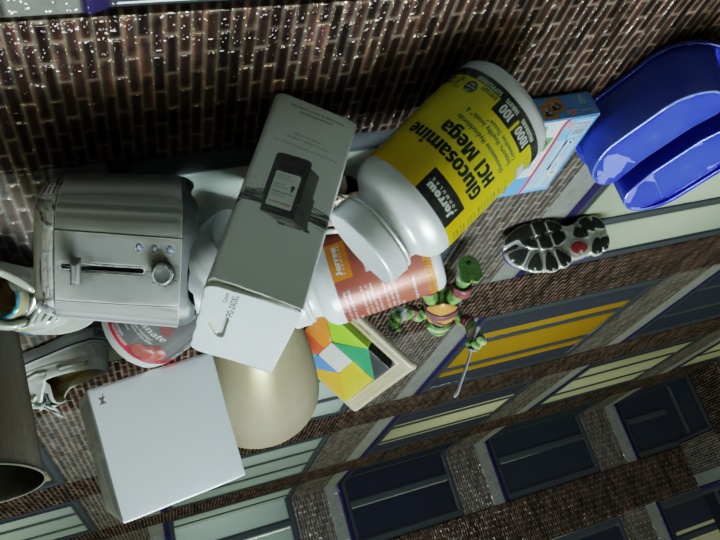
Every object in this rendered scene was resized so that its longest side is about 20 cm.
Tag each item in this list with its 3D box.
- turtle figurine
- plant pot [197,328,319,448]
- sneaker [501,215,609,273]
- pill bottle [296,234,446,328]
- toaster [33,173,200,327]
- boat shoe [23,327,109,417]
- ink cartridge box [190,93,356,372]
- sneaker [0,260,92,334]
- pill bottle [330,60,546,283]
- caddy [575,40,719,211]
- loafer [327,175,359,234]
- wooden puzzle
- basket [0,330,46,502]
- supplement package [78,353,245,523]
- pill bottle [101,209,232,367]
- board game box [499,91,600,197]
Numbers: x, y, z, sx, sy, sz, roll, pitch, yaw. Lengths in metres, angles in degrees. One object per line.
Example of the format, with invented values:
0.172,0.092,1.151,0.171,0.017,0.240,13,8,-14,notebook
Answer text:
0.119,0.078,1.112,0.200,0.142,0.196,-44,153,-30,turtle figurine
-0.145,0.110,0.999,0.183,0.190,0.202,-12,143,-14,plant pot
0.296,-0.027,1.136,0.196,0.082,0.083,-7,161,-28,sneaker
0.000,0.000,0.918,0.196,0.114,0.113,-19,157,1,pill bottle
-0.208,-0.027,0.640,0.126,0.200,0.116,3,107,-16,toaster
-0.415,0.154,0.975,0.198,0.088,0.075,-23,157,10,boat shoe
-0.078,-0.029,0.666,0.082,0.204,0.146,19,149,-8,ink cartridge box
-0.341,0.032,0.741,0.080,0.078,0.199,21,-178,34,sneaker
0.069,-0.088,0.683,0.200,0.112,0.113,-45,159,-9,pill bottle
0.338,-0.165,0.830,0.140,0.107,0.199,29,133,-29,caddy
0.004,-0.081,0.801,0.195,0.064,0.072,-4,-159,15,loafer
-0.033,0.127,1.121,0.200,0.184,0.037,-42,-172,48,wooden puzzle
-0.415,0.129,0.770,0.133,0.204,0.181,-15,156,-5,basket
-0.256,0.208,0.921,0.149,0.154,0.199,-15,173,-26,supplement package
-0.192,0.019,0.815,0.199,0.113,0.110,-34,153,32,pill bottle
0.152,-0.132,0.841,0.196,0.037,0.152,-12,156,-17,board game box
